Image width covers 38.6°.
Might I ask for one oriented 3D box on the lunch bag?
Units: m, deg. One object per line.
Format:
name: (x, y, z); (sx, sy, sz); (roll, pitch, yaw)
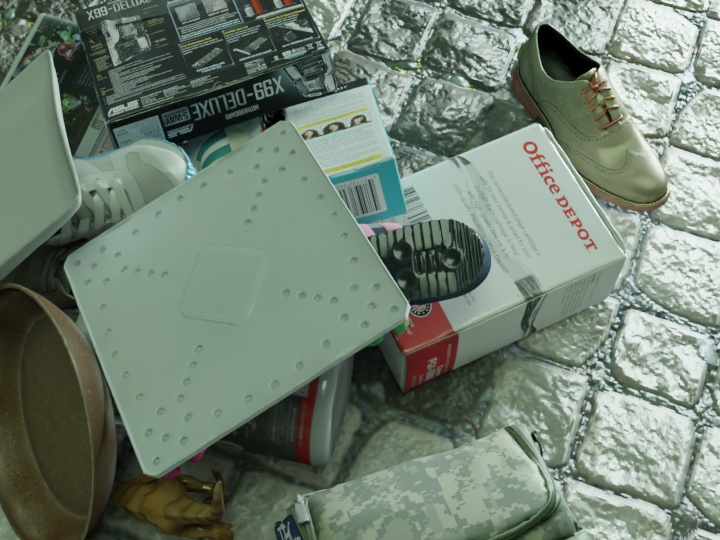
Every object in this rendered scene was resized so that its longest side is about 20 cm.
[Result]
lunch bag: (0.057, 0.207, 0.696); (0.198, 0.140, 0.169); (-18, 59, -7)

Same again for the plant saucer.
plant saucer: (-0.226, 0.108, 0.744); (0.036, 0.201, 0.201); (-8, 55, -40)

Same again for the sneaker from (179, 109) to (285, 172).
sneaker: (-0.116, -0.080, 0.902); (0.093, 0.070, 0.201); (-14, 53, 20)

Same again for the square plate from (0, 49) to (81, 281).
square plate: (-0.289, -0.050, 0.791); (0.198, 0.028, 0.201); (-39, 46, 13)

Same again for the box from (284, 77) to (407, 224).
box: (-0.017, -0.099, 0.855); (0.081, 0.050, 0.200); (-15, 28, 2)

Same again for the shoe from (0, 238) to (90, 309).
shoe: (-0.213, -0.005, 0.851); (0.198, 0.053, 0.071); (0, 78, 7)

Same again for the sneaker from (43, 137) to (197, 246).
sneaker: (-0.212, -0.054, 0.820); (0.198, 0.077, 0.081); (-3, 28, 30)

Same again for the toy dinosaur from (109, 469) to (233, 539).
toy dinosaur: (-0.131, 0.170, 0.732); (0.199, 0.106, 0.061); (0, 75, 42)

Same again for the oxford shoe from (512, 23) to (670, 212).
oxford shoe: (0.205, -0.137, 0.918); (0.070, 0.075, 0.200); (-31, 65, -16)

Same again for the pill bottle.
pill bottle: (-0.110, 0.075, 0.785); (0.198, 0.114, 0.115); (10, 61, 7)

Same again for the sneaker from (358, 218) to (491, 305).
sneaker: (0.000, 0.000, 0.762); (0.198, 0.082, 0.071); (1, 86, 17)

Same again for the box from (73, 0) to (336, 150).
box: (-0.139, -0.193, 0.903); (0.198, 0.050, 0.158); (-20, 53, -8)

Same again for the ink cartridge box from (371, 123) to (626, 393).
ink cartridge box: (0.093, -0.012, 0.846); (0.198, 0.083, 0.148); (-22, 63, -10)

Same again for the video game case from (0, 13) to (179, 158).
video game case: (-0.255, -0.128, 0.940); (0.180, 0.023, 0.202); (18, 71, 10)

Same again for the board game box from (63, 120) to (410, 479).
board game box: (-0.090, 0.015, 0.711); (0.199, 0.026, 0.201); (-32, 55, -1)
